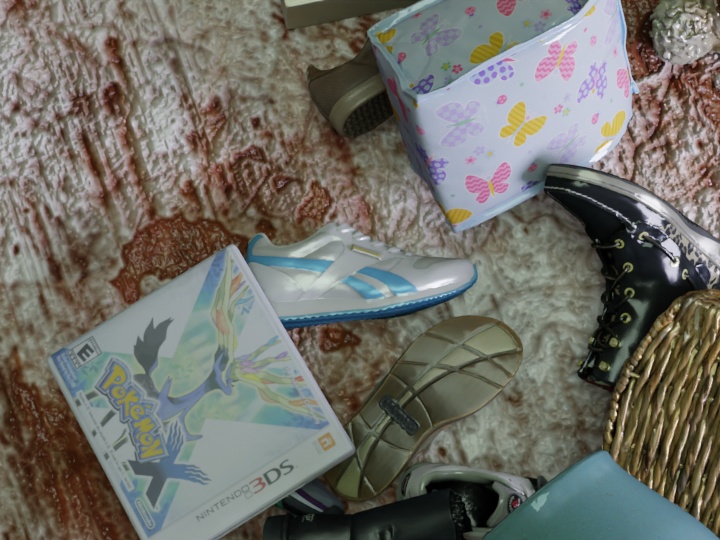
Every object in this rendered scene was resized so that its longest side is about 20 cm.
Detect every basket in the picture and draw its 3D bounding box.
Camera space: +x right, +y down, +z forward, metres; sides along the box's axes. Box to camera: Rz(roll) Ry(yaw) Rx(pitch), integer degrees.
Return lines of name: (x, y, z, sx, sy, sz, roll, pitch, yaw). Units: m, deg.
basket: (0.278, 0.118, 1.228, 0.142, 0.149, 0.202, 20, 102, 18)

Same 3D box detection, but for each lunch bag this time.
lunch bag: (0.126, -0.156, 1.248, 0.199, 0.170, 0.128, -26, 49, -2)

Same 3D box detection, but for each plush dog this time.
plush dog: (0.357, -0.248, 1.276, 0.160, 0.172, 0.201, 33, 81, 3)

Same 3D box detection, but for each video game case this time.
video game case: (-0.130, 0.107, 1.218, 0.181, 0.022, 0.201, -31, 73, -3)

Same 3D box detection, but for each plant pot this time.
plant pot: (0.184, 0.244, 1.110, 0.199, 0.200, 0.188, -36, 73, -7)

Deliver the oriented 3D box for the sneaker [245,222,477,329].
sneaker: (0.000, 0.000, 1.275, 0.198, 0.077, 0.082, -5, 80, -5)

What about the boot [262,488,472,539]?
boot: (0.019, 0.276, 1.198, 0.166, 0.076, 0.202, -7, 99, 10)

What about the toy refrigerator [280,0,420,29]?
toy refrigerator: (0.024, -0.273, 1.320, 0.198, 0.070, 0.077, -11, 82, -3)

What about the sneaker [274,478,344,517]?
sneaker: (-0.086, 0.130, 1.255, 0.199, 0.074, 0.088, 33, 77, 4)

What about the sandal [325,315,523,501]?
sandal: (0.051, 0.113, 1.275, 0.200, 0.054, 0.080, -45, 78, 7)

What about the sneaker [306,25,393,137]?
sneaker: (0.044, -0.195, 1.310, 0.199, 0.071, 0.076, -31, 64, -15)

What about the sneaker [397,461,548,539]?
sneaker: (0.130, 0.204, 1.244, 0.198, 0.089, 0.075, 11, 80, -2)

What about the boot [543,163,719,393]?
boot: (0.212, 0.015, 1.255, 0.203, 0.073, 0.155, 28, 83, -27)
